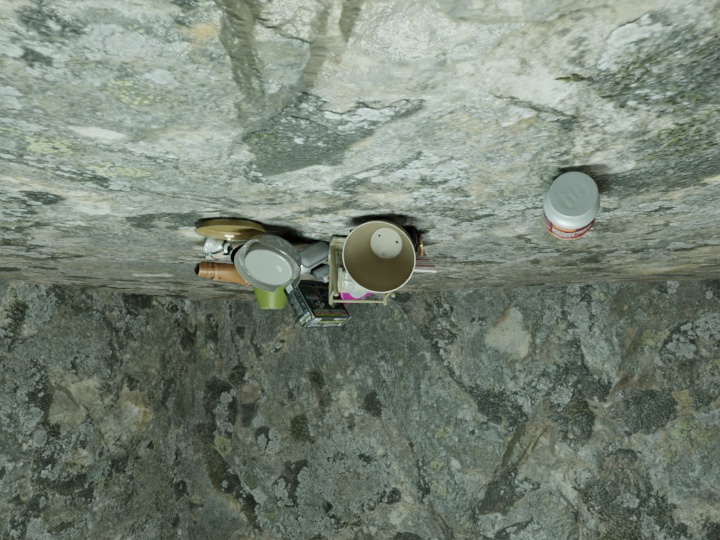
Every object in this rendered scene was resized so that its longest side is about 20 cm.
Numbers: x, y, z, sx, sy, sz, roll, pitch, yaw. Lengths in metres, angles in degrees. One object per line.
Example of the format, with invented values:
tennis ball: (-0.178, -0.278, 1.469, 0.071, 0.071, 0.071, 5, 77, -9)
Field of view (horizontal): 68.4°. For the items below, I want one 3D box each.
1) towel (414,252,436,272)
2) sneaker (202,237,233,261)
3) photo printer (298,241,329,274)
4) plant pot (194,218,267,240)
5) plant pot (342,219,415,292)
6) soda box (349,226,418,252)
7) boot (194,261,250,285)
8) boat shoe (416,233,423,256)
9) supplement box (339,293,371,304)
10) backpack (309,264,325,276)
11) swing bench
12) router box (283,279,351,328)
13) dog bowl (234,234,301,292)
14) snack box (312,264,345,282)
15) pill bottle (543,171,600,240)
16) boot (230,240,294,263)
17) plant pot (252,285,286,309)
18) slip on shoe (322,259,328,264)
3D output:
towel: (0.160, -0.036, 1.782, 0.145, 0.030, 0.200, 1, -156, -13)
sneaker: (-0.442, -0.061, 1.661, 0.079, 0.074, 0.200, 19, 170, -7)
photo printer: (-0.206, -0.019, 1.708, 0.166, 0.070, 0.200, -26, -175, 27)
plant pot: (-0.364, -0.117, 1.495, 0.198, 0.028, 0.200, -1, 172, 0)
plant pot: (0.061, -0.056, 1.473, 0.199, 0.202, 0.135, -2, -161, 13)
soda box: (0.070, -0.086, 1.579, 0.198, 0.071, 0.063, -3, 173, 15)
boot: (-0.433, 0.004, 1.681, 0.154, 0.074, 0.200, 10, 167, -32)
boat shoe: (0.159, -0.072, 1.686, 0.070, 0.071, 0.200, -6, 173, -1)
supplement box: (0.004, 0.027, 1.843, 0.199, 0.102, 0.103, -21, -159, -16)
backpack: (-0.062, -0.004, 1.981, 0.162, 0.155, 0.200, -16, 139, 42)
swing bench: (0.000, 0.000, 1.698, 0.197, 0.202, 0.130, 2, 163, -12)
router box: (-0.139, 0.109, 1.724, 0.062, 0.150, 0.199, -44, 153, 24)
dog bowl: (-0.262, -0.023, 1.542, 0.198, 0.059, 0.201, 8, 138, 7)
snack box: (-0.062, -0.018, 1.814, 0.199, 0.024, 0.072, -27, -149, -28)
pill bottle: (0.439, -0.133, 1.107, 0.109, 0.111, 0.200, -3, 172, 19)
boot: (-0.319, -0.061, 1.706, 0.198, 0.077, 0.168, -6, 177, -13)
plant pot: (-0.343, 0.047, 2.061, 0.185, 0.202, 0.187, -1, 173, 0)
slip on shoe: (-0.061, -0.062, 1.804, 0.198, 0.062, 0.074, -3, -149, 16)
